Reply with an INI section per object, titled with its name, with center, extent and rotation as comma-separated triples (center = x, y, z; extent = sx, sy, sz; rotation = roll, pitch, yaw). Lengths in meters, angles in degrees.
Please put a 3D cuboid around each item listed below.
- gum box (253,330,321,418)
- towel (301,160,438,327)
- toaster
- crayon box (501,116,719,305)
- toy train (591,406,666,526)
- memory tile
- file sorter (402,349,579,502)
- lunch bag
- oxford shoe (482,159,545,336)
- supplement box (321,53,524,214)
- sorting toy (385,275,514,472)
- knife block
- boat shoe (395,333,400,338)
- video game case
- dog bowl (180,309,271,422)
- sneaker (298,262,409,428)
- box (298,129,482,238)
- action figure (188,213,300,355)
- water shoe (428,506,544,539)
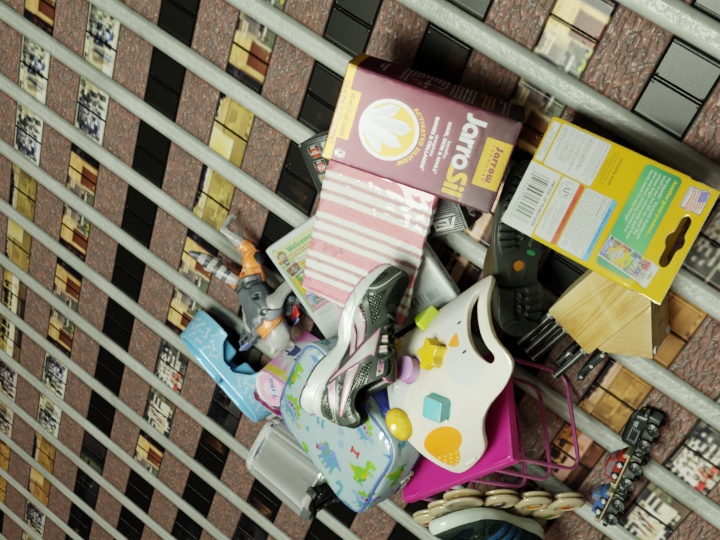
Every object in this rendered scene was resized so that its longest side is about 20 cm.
[gum box]
center = -0.046, 0.179, 1.403
extent = 0.199, 0.113, 0.066
rotation = 30, 130, 19
[towel]
center = 0.012, -0.040, 1.193
extent = 0.145, 0.030, 0.201
rotation = 22, 116, 16
[toaster]
center = -0.079, 0.277, 1.433
extent = 0.129, 0.200, 0.114
rotation = 33, 106, 18
[crayon box]
center = 0.260, -0.062, 1.013
extent = 0.199, 0.051, 0.126
rotation = 33, 102, 35
[toy train]
center = 0.328, 0.247, 1.221
extent = 0.046, 0.034, 0.201
rotation = 29, 129, 24
[memory tile]
center = 0.179, 0.313, 1.275
extent = 0.153, 0.198, 0.017
rotation = 129, 143, -55
[file sorter]
center = 0.160, 0.208, 1.235
extent = 0.125, 0.140, 0.200
rotation = 18, 146, -32
[lunch bag]
center = -0.009, 0.188, 1.237
extent = 0.200, 0.082, 0.161
rotation = 49, 134, 27
[oxford shoe]
center = 0.174, -0.032, 1.143
extent = 0.084, 0.072, 0.202
rotation = -133, 49, -68
[supplement box]
center = 0.071, -0.153, 1.086
extent = 0.199, 0.086, 0.111
rotation = 19, 112, 4
[sorting toy]
center = 0.112, 0.100, 1.132
extent = 0.106, 0.201, 0.180
rotation = 14, 139, -27
[knife block]
center = 0.260, 0.033, 1.124
extent = 0.174, 0.064, 0.201
rotation = 8, 120, 32
[boat shoe]
center = 0.012, 0.082, 1.329
extent = 0.062, 0.075, 0.201
rotation = -23, 102, 44
[video game case]
center = 0.000, 0.000, 1.242
extent = 0.199, 0.022, 0.183
rotation = -32, 95, 32
[dog bowl]
center = -0.202, 0.152, 1.514
extent = 0.200, 0.050, 0.111
rotation = 48, 162, 2
[sneaker]
center = 0.015, 0.094, 1.145
extent = 0.086, 0.080, 0.201
rotation = 27, 92, 27
[box]
center = 0.034, -0.113, 1.218
extent = 0.199, 0.044, 0.161
rotation = -10, 109, 40
[action figure]
center = -0.167, 0.046, 1.421
extent = 0.194, 0.104, 0.200
rotation = 51, 128, 18
[water shoe]
center = 0.170, 0.350, 1.241
extent = 0.071, 0.199, 0.079
rotation = -31, 53, 40
